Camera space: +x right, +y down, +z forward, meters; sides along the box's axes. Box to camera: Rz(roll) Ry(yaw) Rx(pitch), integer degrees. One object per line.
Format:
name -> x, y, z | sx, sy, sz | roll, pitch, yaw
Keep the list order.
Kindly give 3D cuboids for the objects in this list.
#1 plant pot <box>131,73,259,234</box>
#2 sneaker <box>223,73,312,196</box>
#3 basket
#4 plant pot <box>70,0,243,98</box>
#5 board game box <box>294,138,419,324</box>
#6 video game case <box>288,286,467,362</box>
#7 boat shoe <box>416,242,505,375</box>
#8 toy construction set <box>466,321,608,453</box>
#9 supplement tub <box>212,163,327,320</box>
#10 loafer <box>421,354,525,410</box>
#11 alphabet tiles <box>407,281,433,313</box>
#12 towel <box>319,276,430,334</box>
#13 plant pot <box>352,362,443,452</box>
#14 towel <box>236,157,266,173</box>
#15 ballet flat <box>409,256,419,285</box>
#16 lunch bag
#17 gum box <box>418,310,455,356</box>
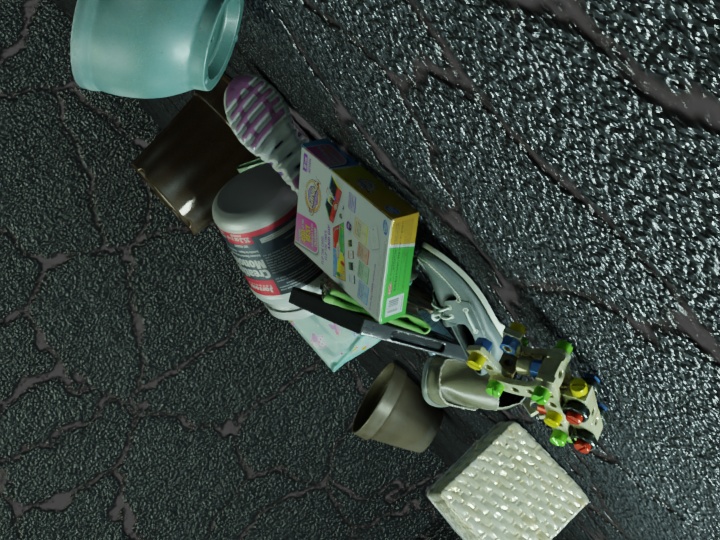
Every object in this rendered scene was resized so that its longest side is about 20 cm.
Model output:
plant pot -> -0.236, -0.175, 1.868 | 0.200, 0.198, 0.200 | 46, 174, 6
sneaker -> -0.109, -0.176, 1.597 | 0.200, 0.080, 0.088 | 48, -179, -15
basket -> 0.248, 0.383, 2.028 | 0.200, 0.198, 0.161 | 47, 169, 8
plant pot -> -0.204, -0.268, 1.269 | 0.133, 0.202, 0.200 | 20, 171, 3
board game box -> -0.010, -0.052, 1.483 | 0.200, 0.040, 0.154 | 42, 138, 40
video game case -> 0.024, 0.073, 1.614 | 0.180, 0.026, 0.200 | 17, -178, -33
boat shoe -> 0.122, 0.051, 1.466 | 0.200, 0.062, 0.073 | 51, 172, -29
toy construction set -> 0.202, 0.134, 1.308 | 0.130, 0.093, 0.200 | 15, 165, 29
supplement tub -> -0.117, -0.041, 1.731 | 0.140, 0.140, 0.201 | 39, 159, 52
loafer -> 0.159, 0.155, 1.639 | 0.069, 0.076, 0.199 | -3, 171, 42
alphabet tiles -> 0.039, 0.015, 1.685 | 0.199, 0.008, 0.167 | 21, -167, -40
towel -> 0.019, 0.042, 1.602 | 0.148, 0.031, 0.200 | 17, -178, -4
plant pot -> 0.102, 0.353, 2.934 | 0.173, 0.201, 0.200 | 31, 176, -9
towel -> -0.078, -0.093, 1.779 | 0.152, 0.023, 0.200 | -12, 125, 44
ballet flat -> 0.046, -0.019, 1.585 | 0.200, 0.067, 0.064 | -99, 0, -84
lunch bag -> -0.021, 0.046, 1.943 | 0.170, 0.122, 0.200 | 47, -143, 10
gum box -> 0.112, 0.103, 1.838 | 0.200, 0.044, 0.170 | 51, 180, -20
